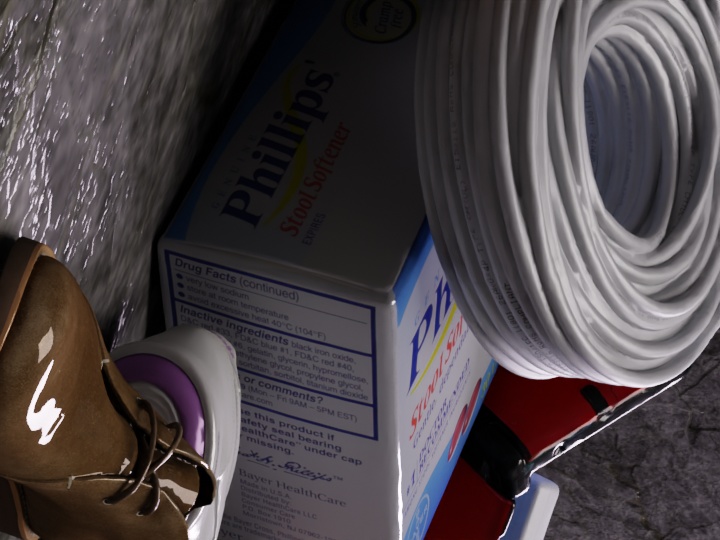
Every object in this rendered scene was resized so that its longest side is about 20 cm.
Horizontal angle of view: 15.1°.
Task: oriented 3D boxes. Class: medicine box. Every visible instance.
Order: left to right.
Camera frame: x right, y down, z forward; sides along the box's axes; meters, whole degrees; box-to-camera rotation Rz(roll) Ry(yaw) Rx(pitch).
[{"bbox_3d":[0.000,0.000,1.156,0.201,0.102,0.183,89,21,-50],"label":"medicine box"}]

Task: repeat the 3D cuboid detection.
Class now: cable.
[{"bbox_3d":[0.090,-0.054,1.082,0.200,0.069,0.201,-58,133,-40],"label":"cable"}]

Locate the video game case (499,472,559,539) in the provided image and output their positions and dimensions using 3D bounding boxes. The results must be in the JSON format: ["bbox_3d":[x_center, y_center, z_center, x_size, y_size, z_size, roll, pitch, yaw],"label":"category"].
[{"bbox_3d":[-0.006,0.158,1.366,0.023,0.199,0.183,13,97,-49],"label":"video game case"}]

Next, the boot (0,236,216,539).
[{"bbox_3d":[-0.083,0.047,0.857,0.200,0.075,0.074,87,25,-70],"label":"boot"}]

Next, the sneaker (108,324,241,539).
[{"bbox_3d":[-0.082,0.115,1.041,0.100,0.074,0.201,-46,154,-72],"label":"sneaker"}]

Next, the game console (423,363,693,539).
[{"bbox_3d":[0.045,0.062,1.322,0.172,0.200,0.119,-30,136,-19],"label":"game console"}]
